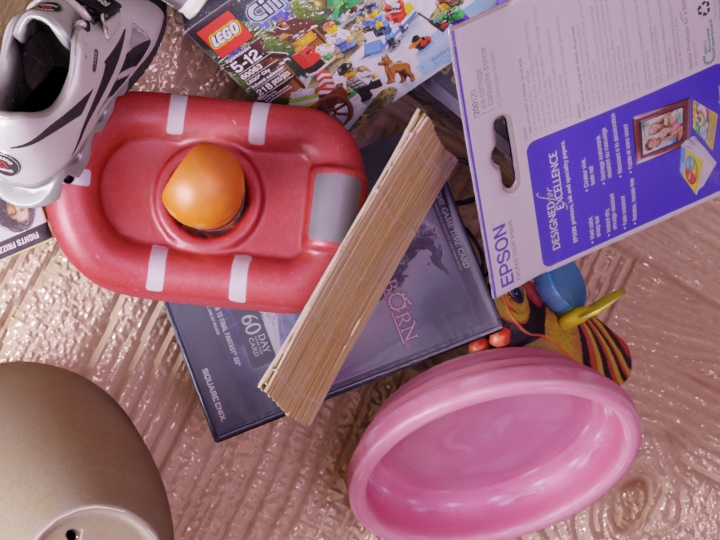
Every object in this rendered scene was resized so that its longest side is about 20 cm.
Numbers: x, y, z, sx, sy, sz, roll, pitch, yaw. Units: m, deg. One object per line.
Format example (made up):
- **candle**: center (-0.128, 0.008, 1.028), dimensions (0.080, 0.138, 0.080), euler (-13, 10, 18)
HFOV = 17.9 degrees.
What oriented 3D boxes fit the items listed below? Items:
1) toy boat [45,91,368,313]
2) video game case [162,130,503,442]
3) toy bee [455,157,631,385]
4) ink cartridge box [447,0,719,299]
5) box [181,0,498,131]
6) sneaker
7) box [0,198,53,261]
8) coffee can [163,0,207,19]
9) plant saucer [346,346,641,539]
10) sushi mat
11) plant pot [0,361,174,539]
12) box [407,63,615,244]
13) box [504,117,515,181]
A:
- **toy boat**: center (-0.096, -0.047, 1.404), dimensions (0.198, 0.131, 0.132), euler (6, 83, 2)
- **video game case**: center (-0.026, 0.007, 1.471), dimensions (0.199, 0.019, 0.144), euler (-21, 81, -2)
- **toy bee**: center (0.102, 0.036, 1.533), dimensions (0.199, 0.109, 0.131), euler (28, 131, -11)
- **ink cartridge box**: center (0.143, -0.107, 1.448), dimensions (0.199, 0.043, 0.199), euler (-24, 124, -21)
- **box**: center (0.006, -0.173, 1.432), dimensions (0.199, 0.038, 0.137), euler (-33, 130, 18)
- **sneaker**: center (-0.170, -0.141, 1.374), dimensions (0.073, 0.089, 0.201), euler (11, 58, 11)
- **box**: center (-0.257, -0.101, 1.399), dimensions (0.075, 0.050, 0.202), euler (-22, 104, -17)
- **coffee can**: center (-0.148, -0.263, 1.350), dimensions (0.199, 0.146, 0.147), euler (31, 85, -11)
- **plant saucer**: center (0.085, 0.113, 1.518), dimensions (0.199, 0.201, 0.051), euler (1, 53, -22)
- **sushi mat**: center (0.000, 0.000, 1.416), dimensions (0.012, 0.096, 0.201), euler (27, 81, 19)
- **plant pot**: center (-0.186, 0.165, 1.384), dimensions (0.186, 0.200, 0.189), euler (-3, 99, -22)
- **box**: center (0.136, -0.139, 1.554), dimensions (0.199, 0.048, 0.159), euler (36, 83, -22)
- **box**: center (0.154, -0.167, 1.512), dimensions (0.143, 0.036, 0.202), euler (-15, 100, -20)
